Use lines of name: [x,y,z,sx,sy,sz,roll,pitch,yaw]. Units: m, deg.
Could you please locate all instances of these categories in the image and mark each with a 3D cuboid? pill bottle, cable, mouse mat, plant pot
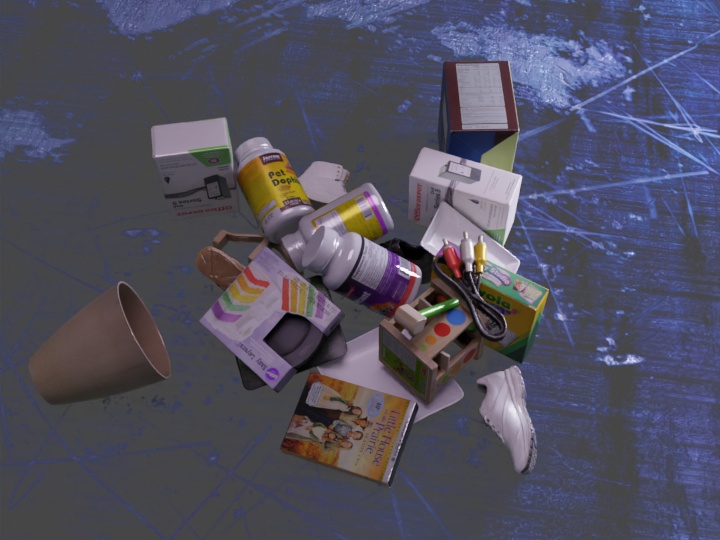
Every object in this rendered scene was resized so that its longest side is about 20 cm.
pill bottle: [-0.173,-0.160,1.771,0.109,0.109,0.200,-23,67,-15]
pill bottle: [0.000,0.000,1.623,0.199,0.111,0.112,27,53,-19]
cable: [0.179,0.025,1.490,0.097,0.050,0.201,-7,54,-10]
mouse mat: [-0.136,0.110,1.625,0.199,0.008,0.162,-21,71,4]
plant pot: [-0.460,0.146,1.564,0.199,0.187,0.188,-26,57,0]
pill bottle: [-0.045,-0.076,1.702,0.199,0.104,0.104,-28,57,-2]

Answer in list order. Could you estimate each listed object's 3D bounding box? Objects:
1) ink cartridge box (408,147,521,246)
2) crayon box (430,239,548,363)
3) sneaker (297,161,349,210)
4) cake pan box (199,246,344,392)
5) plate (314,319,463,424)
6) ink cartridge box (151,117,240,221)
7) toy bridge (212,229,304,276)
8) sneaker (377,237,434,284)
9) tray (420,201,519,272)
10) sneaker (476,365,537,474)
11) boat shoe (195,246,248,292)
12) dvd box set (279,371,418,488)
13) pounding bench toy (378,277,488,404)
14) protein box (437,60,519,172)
ink cartridge box: [0.197,-0.138,1.755,0.199,0.146,0.084,18,57,14]
crayon box: [0.220,0.057,1.606,0.199,0.173,0.058,27,59,19]
sneaker: [-0.039,-0.158,1.827,0.199,0.074,0.116,26,61,20]
cake pan box: [-0.154,0.088,1.604,0.200,0.052,0.184,41,86,17]
plate: [0.049,0.195,1.595,0.199,0.032,0.200,-25,57,-17]
ink cartridge box: [-0.320,-0.196,1.780,0.145,0.200,0.084,-9,57,-5]
toy bridge: [-0.195,-0.036,1.768,0.199,0.027,0.067,26,56,18]
sneaker: [0.047,-0.024,1.718,0.199,0.091,0.076,-4,54,0]
tray: [0.205,-0.030,1.708,0.200,0.022,0.108,36,63,-14]
sneaker: [0.248,0.258,1.535,0.087,0.075,0.201,-12,47,6]
boat shoe: [-0.217,0.028,1.692,0.200,0.069,0.074,42,91,3]
dvd box set: [-0.019,0.263,1.513,0.199,0.029,0.147,14,68,22]
pounding bench toy: [0.129,0.094,1.525,0.156,0.200,0.124,-38,62,-23]
protein box: [0.233,-0.285,1.837,0.134,0.199,0.201,0,54,0]
